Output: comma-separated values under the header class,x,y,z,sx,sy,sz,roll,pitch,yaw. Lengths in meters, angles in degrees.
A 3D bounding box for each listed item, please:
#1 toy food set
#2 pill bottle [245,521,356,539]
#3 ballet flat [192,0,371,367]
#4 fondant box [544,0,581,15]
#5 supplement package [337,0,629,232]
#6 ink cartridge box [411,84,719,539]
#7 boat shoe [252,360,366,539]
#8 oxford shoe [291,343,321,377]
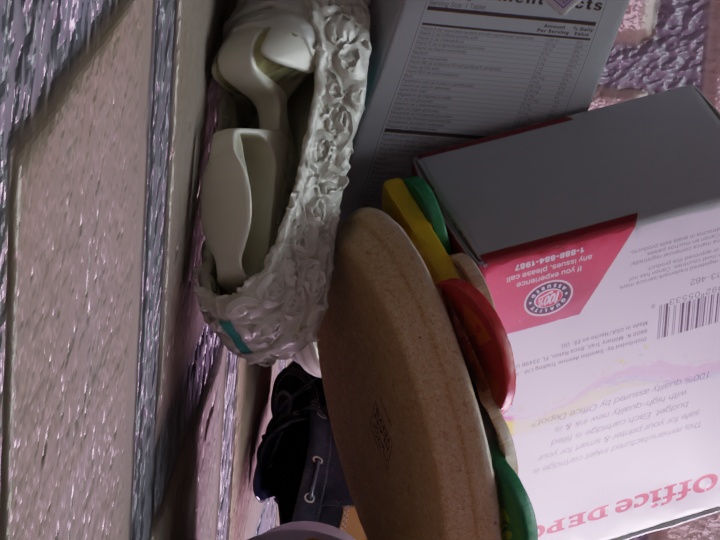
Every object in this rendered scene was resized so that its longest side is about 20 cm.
class,x,y,z,sx,sy,sz,roll,pitch,yaw
toy food set,0.030,0.066,1.196,0.200,0.048,0.198,-118,-160,-44
pill bottle,-0.032,0.178,1.221,0.200,0.104,0.105,-74,168,-74
ballet flat,-0.037,-0.060,1.187,0.072,0.071,0.201,87,6,-70
fondant box,0.039,-0.220,1.182,0.058,0.200,0.144,-41,-159,27
supplement package,0.032,-0.083,1.290,0.110,0.113,0.200,-115,-143,-48
ink cartridge box,0.101,0.031,1.282,0.083,0.145,0.200,-121,-157,-44
boat shoe,-0.030,0.105,1.589,0.200,0.062,0.075,-111,-146,-61
oxford shoe,-0.032,-0.045,1.413,0.058,0.075,0.201,9,-73,48
